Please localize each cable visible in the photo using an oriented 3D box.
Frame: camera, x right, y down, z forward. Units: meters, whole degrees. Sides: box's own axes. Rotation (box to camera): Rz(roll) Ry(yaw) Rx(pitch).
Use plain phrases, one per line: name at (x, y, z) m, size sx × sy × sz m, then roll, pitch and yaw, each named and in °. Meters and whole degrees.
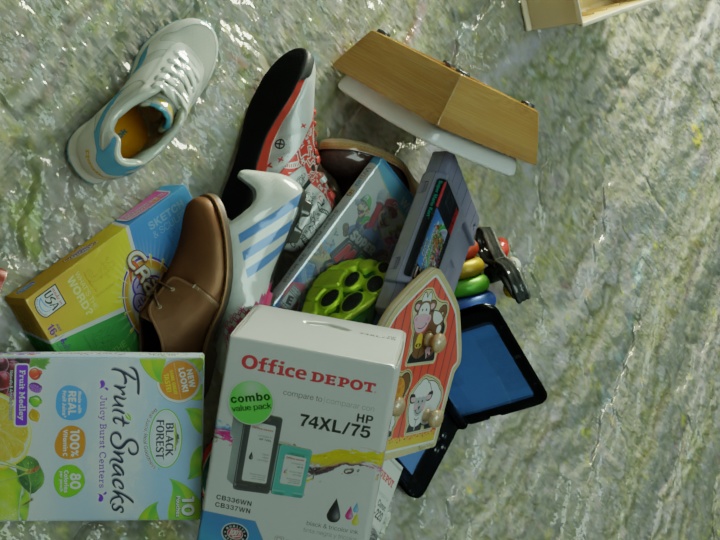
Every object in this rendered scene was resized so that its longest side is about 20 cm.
cable at (0.176, -0.011, 1.423) m, size 0.050 × 0.200 × 0.097 m, roll -17°, pitch 92°, yaw -4°

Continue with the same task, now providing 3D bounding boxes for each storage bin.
storage bin at (0.290, -0.427, 1.557) m, size 0.200 × 0.094 × 0.199 m, roll -25°, pitch 108°, yaw -39°

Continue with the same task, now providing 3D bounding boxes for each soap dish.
soap dish at (0.086, -0.184, 1.303) m, size 0.157 × 0.200 × 0.081 m, roll 16°, pitch 105°, yaw -41°

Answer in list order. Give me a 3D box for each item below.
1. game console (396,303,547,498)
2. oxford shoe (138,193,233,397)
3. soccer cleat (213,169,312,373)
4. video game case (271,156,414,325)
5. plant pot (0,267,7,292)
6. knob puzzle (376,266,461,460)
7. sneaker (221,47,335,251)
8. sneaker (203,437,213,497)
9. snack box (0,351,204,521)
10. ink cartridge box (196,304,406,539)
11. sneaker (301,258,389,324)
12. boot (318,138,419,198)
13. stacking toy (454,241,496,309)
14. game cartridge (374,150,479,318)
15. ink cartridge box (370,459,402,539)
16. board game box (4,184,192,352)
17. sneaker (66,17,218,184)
game console at (0.099, 0.151, 1.356) m, size 0.176 × 0.116 × 0.200 m, roll -59°, pitch 137°, yaw -24°
oxford shoe at (-0.166, 0.024, 1.111) m, size 0.071 × 0.071 × 0.200 m, roll 12°, pitch 84°, yaw -37°
soccer cleat at (-0.118, -0.003, 1.163) m, size 0.086 × 0.070 × 0.200 m, roll 22°, pitch 82°, yaw -13°
video game case at (0.000, 0.000, 1.281) m, size 0.200 × 0.018 × 0.143 m, roll -54°, pitch 128°, yaw -17°
plant pot at (-0.402, 0.060, 0.879) m, size 0.176 × 0.200 × 0.200 m, roll 28°, pitch 72°, yaw -27°
knob puzzle at (0.059, 0.096, 1.211) m, size 0.220 × 0.030 × 0.220 m, roll -31°, pitch 129°, yaw -47°
sneaker at (-0.068, -0.121, 1.254) m, size 0.108 × 0.067 × 0.202 m, roll 28°, pitch 76°, yaw -40°
sneaker at (-0.091, 0.148, 1.219) m, size 0.070 × 0.093 × 0.200 m, roll 39°, pitch 66°, yaw -36°
snack box at (-0.236, 0.142, 1.043) m, size 0.200 × 0.053 × 0.143 m, roll 1°, pitch 92°, yaw -6°
ink cartridge box at (-0.049, 0.149, 1.069) m, size 0.146 × 0.146 × 0.200 m, roll -60°, pitch 160°, yaw -80°
sneaker at (-0.027, 0.071, 1.218) m, size 0.200 × 0.074 × 0.084 m, roll -59°, pitch 153°, yaw -26°
boot at (0.011, -0.037, 1.322) m, size 0.200 × 0.072 × 0.167 m, roll 31°, pitch 68°, yaw -42°
stacking toy at (0.123, 0.013, 1.426) m, size 0.085 × 0.085 × 0.200 m, roll -15°, pitch 97°, yaw -41°
game cartridge at (0.075, -0.011, 1.269) m, size 0.130 × 0.038 × 0.200 m, roll 66°, pitch 39°, yaw -54°
ink cartridge box at (-0.041, 0.264, 1.243) m, size 0.146 × 0.085 × 0.200 m, roll 55°, pitch 51°, yaw -60°
board game box at (-0.213, 0.033, 1.140) m, size 0.200 × 0.040 × 0.153 m, roll -42°, pitch 118°, yaw -34°
sneaker at (-0.187, -0.161, 1.134) m, size 0.077 × 0.081 × 0.200 m, roll 47°, pitch 60°, yaw -30°
